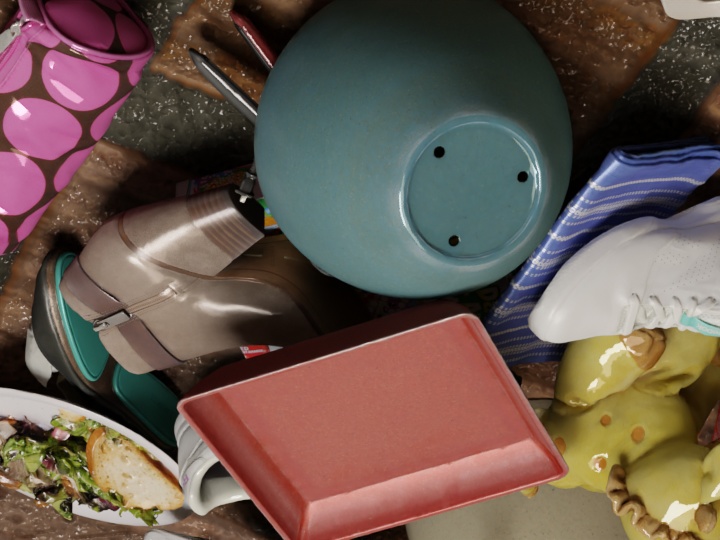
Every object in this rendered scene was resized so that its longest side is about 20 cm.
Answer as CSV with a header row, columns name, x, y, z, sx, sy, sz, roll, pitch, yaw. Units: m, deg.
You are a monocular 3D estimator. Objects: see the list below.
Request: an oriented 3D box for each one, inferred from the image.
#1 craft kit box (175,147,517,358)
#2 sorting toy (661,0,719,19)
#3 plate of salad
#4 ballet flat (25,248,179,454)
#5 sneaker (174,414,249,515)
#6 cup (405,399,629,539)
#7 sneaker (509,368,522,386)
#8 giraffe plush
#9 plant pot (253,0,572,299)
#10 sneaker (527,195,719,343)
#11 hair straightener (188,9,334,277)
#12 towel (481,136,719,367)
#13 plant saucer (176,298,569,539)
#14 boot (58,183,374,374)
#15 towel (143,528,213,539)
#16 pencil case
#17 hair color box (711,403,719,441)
name,x,y,z,sx,sy,sz,roll,pitch,yaw
craft kit box,0.000,0.000,1.614,0.196,0.049,0.201,-17,130,11
sorting toy,0.258,-0.192,1.408,0.199,0.107,0.180,19,144,3
plate of salad,-0.214,0.143,1.701,0.199,0.048,0.200,15,153,8
ballet flat,-0.192,0.066,1.660,0.068,0.068,0.200,-8,133,25
sneaker,-0.035,0.113,1.621,0.199,0.100,0.075,-22,127,17
cup,0.129,0.216,1.738,0.199,0.144,0.201,0,133,0
sneaker,0.034,0.116,1.686,0.081,0.074,0.200,39,131,-22
giraffe plush,0.203,0.123,1.594,0.199,0.162,0.173,-27,139,-21
plant pot,0.048,-0.066,1.439,0.199,0.135,0.201,-5,108,-16
sneaker,0.203,0.014,1.531,0.199,0.089,0.075,-21,152,-28
hair straightener,-0.045,-0.067,1.510,0.077,0.041,0.200,-39,110,-1
towel,0.148,-0.006,1.546,0.144,0.024,0.200,-9,140,-54
plant saucer,0.010,0.095,1.517,0.198,0.037,0.200,-17,141,14
boot,-0.094,0.028,1.567,0.146,0.070,0.200,-31,117,24
towel,-0.049,0.224,1.724,0.146,0.024,0.200,14,175,35
pencil case,-0.214,-0.097,1.498,0.093,0.091,0.200,-6,142,-45
hair color box,0.312,0.148,1.731,0.110,0.064,0.201,2,133,-2
